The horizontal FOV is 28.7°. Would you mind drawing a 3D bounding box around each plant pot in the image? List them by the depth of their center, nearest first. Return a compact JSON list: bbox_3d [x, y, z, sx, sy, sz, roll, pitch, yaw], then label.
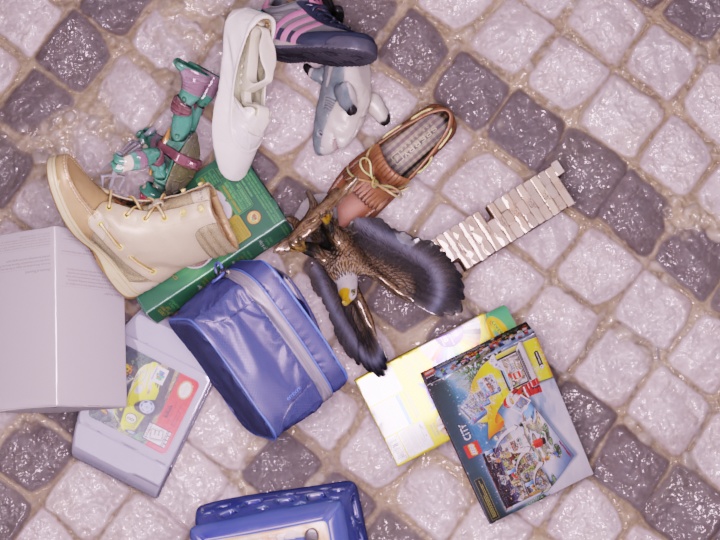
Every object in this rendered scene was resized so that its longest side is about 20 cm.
[{"bbox_3d":[-0.085,0.352,1.577,0.199,0.180,0.201,-10,85,1],"label":"plant pot"}]

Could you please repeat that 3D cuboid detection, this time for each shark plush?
[{"bbox_3d":[-0.038,-0.243,1.675,0.083,0.091,0.201,-15,91,30],"label":"shark plush"}]

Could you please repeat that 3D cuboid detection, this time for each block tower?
[{"bbox_3d":[0.161,-0.052,1.662,0.199,0.054,0.058,-34,87,-1],"label":"block tower"}]

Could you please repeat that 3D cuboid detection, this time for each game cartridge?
[{"bbox_3d":[-0.256,0.151,1.667,0.133,0.041,0.201,25,87,7],"label":"game cartridge"}]

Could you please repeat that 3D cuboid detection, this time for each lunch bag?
[{"bbox_3d":[-0.114,0.077,1.599,0.132,0.136,0.200,-38,105,-18],"label":"lunch bag"}]

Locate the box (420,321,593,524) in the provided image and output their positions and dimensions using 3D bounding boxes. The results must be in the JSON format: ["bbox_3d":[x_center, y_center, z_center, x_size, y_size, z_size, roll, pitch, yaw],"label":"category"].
[{"bbox_3d":[0.169,0.176,1.613,0.136,0.038,0.201,-25,111,-1],"label":"box"}]

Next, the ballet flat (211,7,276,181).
[{"bbox_3d":[-0.129,-0.204,1.614,0.069,0.069,0.201,4,90,2],"label":"ballet flat"}]

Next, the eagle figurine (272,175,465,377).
[{"bbox_3d":[-0.002,0.006,1.598,0.200,0.151,0.151,41,59,-26],"label":"eagle figurine"}]

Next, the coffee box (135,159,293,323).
[{"bbox_3d":[-0.193,-0.043,1.659,0.200,0.044,0.123,-35,69,-2],"label":"coffee box"}]

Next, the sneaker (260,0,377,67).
[{"bbox_3d":[-0.053,-0.285,1.631,0.199,0.070,0.082,13,84,41],"label":"sneaker"}]

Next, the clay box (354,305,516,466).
[{"bbox_3d":[0.106,0.133,1.653,0.199,0.048,0.115,-27,87,-2],"label":"clay box"}]

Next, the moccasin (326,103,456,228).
[{"bbox_3d":[0.033,-0.118,1.656,0.201,0.078,0.074,-36,89,1],"label":"moccasin"}]

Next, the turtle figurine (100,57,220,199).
[{"bbox_3d":[-0.229,-0.145,1.634,0.100,0.150,0.201,27,98,-11],"label":"turtle figurine"}]

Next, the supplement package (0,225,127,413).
[{"bbox_3d":[-0.351,0.060,1.607,0.119,0.121,0.201,-7,80,30],"label":"supplement package"}]

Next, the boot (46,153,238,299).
[{"bbox_3d":[-0.238,-0.069,1.546,0.155,0.073,0.200,-21,125,14],"label":"boot"}]
